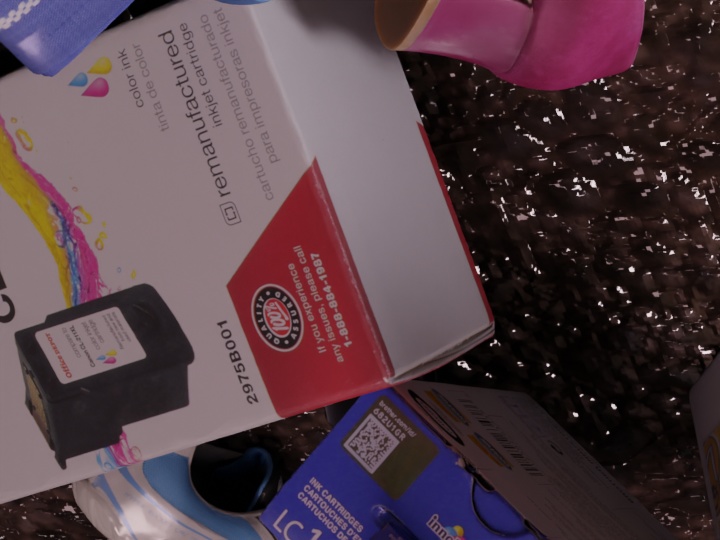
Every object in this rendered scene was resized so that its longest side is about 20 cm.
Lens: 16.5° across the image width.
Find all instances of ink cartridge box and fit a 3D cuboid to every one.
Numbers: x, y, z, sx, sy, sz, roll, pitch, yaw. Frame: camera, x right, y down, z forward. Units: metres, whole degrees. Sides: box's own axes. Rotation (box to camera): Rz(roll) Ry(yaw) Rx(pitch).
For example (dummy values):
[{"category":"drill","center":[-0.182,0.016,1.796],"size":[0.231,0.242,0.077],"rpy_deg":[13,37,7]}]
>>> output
[{"category":"ink cartridge box","center":[0.053,0.110,0.924],"size":[0.076,0.136,0.200],"rpy_deg":[-49,161,9]},{"category":"ink cartridge box","center":[-0.074,-0.010,0.877],"size":[0.200,0.083,0.146],"rpy_deg":[-19,93,32]}]

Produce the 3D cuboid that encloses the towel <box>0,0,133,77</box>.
[{"category":"towel","center":[-0.101,-0.168,0.730],"size":[0.145,0.024,0.200],"rpy_deg":[-44,126,-5]}]

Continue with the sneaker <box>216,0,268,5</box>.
[{"category":"sneaker","center":[-0.059,-0.173,0.701],"size":[0.071,0.083,0.200],"rpy_deg":[-14,114,29]}]

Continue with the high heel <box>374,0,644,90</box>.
[{"category":"high heel","center":[0.087,-0.130,0.772],"size":[0.096,0.067,0.200],"rpy_deg":[5,135,-29]}]

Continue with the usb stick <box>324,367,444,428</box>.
[{"category":"usb stick","center":[0.000,0.000,0.962],"size":[0.055,0.033,0.200],"rpy_deg":[10,141,17]}]

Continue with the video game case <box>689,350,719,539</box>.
[{"category":"video game case","center":[0.173,0.088,0.879],"size":[0.023,0.200,0.182],"rpy_deg":[3,148,-16]}]

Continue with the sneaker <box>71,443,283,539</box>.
[{"category":"sneaker","center":[-0.047,0.123,1.098],"size":[0.072,0.072,0.200],"rpy_deg":[-37,134,8]}]
